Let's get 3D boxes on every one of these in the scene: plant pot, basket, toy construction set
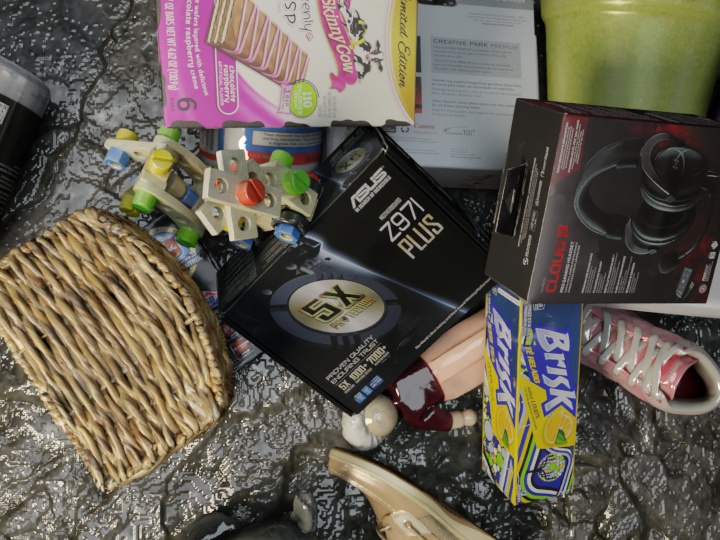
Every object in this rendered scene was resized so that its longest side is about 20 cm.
[{"bbox_3d":[0.250,-0.174,0.829,0.198,0.200,0.186,5,96,-4],"label":"plant pot"},{"bbox_3d":[-0.189,0.054,0.734,0.142,0.149,0.201,-35,87,-3],"label":"basket"},{"bbox_3d":[-0.110,-0.065,0.692,0.131,0.199,0.093,35,77,-35],"label":"toy construction set"}]

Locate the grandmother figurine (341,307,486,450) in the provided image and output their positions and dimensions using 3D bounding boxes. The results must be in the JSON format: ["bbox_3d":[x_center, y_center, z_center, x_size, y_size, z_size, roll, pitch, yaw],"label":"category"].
[{"bbox_3d":[0.066,0.100,0.846,0.199,0.061,0.122,-33,80,-9],"label":"grandmother figurine"}]

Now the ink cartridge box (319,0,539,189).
[{"bbox_3d":[0.062,-0.174,0.841,0.198,0.084,0.178,2,83,-12],"label":"ink cartridge box"}]

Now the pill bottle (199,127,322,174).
[{"bbox_3d":[-0.082,-0.190,0.782,0.111,0.112,0.202,5,108,-4],"label":"pill bottle"}]

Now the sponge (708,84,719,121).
[{"bbox_3d":[0.349,-0.167,0.821,0.030,0.200,0.112,18,83,15],"label":"sponge"}]

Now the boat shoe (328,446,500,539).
[{"bbox_3d":[0.047,0.234,0.826,0.199,0.071,0.065,34,83,-3],"label":"boat shoe"}]

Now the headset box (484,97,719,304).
[{"bbox_3d":[0.197,-0.054,0.719,0.198,0.077,0.150,1,108,-23],"label":"headset box"}]

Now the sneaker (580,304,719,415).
[{"bbox_3d":[0.253,0.072,0.840,0.199,0.105,0.076,30,89,-2],"label":"sneaker"}]

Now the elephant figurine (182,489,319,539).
[{"bbox_3d":[-0.136,0.284,0.786,0.198,0.142,0.156,3,56,11],"label":"elephant figurine"}]

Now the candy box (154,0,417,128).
[{"bbox_3d":[-0.056,-0.183,0.696,0.198,0.061,0.138,-2,108,-5],"label":"candy box"}]

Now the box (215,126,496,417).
[{"bbox_3d":[0.000,0.000,0.775,0.200,0.086,0.164,-44,116,12],"label":"box"}]

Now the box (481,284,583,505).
[{"bbox_3d":[0.153,0.103,0.807,0.064,0.070,0.202,-8,109,-17],"label":"box"}]

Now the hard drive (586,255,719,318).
[{"bbox_3d":[0.313,-0.019,0.867,0.198,0.027,0.133,5,60,-4],"label":"hard drive"}]

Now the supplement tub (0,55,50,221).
[{"bbox_3d":[-0.367,-0.095,0.790,0.122,0.123,0.202,20,83,-3],"label":"supplement tub"}]

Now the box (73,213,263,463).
[{"bbox_3d":[-0.207,0.059,0.831,0.199,0.044,0.161,-32,89,-6],"label":"box"}]
